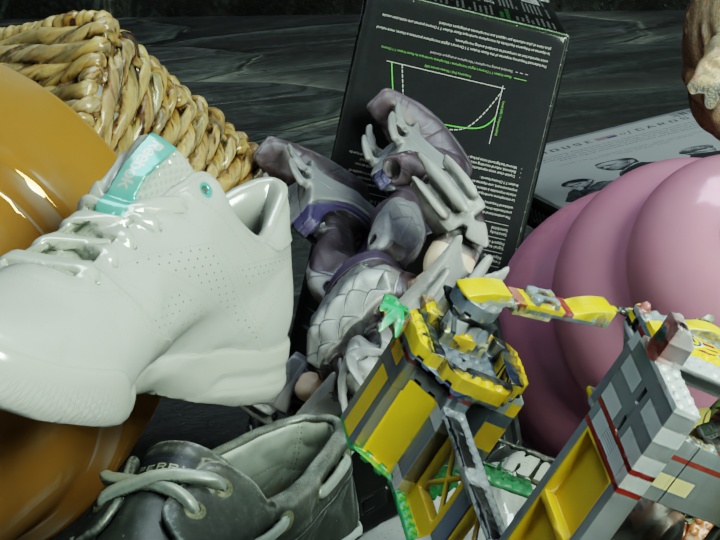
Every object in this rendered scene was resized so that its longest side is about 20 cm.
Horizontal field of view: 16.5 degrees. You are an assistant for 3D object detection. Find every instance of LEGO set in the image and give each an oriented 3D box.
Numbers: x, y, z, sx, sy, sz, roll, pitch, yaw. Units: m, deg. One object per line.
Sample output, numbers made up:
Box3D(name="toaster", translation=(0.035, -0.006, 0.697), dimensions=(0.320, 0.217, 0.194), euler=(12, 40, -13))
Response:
Box3D(name="LEGO set", translation=(0.101, 0.052, 0.648), dimensions=(0.199, 0.116, 0.154), euler=(26, 25, -17))

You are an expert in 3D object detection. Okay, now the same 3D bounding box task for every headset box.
Box3D(name="headset box", translation=(0.027, -0.030, 1.147), dimensions=(0.092, 0.202, 0.174), euler=(13, 12, -1))

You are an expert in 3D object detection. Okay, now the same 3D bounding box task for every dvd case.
Box3D(name="dvd case", translation=(0.153, -0.047, 1.252), dimensions=(0.149, 0.025, 0.200), euler=(-13, 13, -10))

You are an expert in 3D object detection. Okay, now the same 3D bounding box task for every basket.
Box3D(name="basket", translation=(-0.151, -0.008, 1.060), dimensions=(0.199, 0.144, 0.149), euler=(-4, -28, 34))

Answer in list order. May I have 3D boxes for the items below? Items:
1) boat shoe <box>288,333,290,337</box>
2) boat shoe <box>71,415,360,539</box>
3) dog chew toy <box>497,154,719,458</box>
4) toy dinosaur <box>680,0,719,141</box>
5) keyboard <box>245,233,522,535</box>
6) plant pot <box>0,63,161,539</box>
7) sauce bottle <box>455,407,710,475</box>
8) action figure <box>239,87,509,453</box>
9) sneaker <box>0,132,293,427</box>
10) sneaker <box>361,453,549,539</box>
Box3D(name="boat shoe", translation=(-0.117, 0.007, 1.272), dimensions=(0.074, 0.087, 0.201), euler=(-14, 15, -43))
Box3D(name="boat shoe", translation=(-0.062, 0.090, 0.795), dimensions=(0.072, 0.072, 0.200), euler=(2, 10, 24))
Box3D(name="dog chew toy", translation=(0.121, 0.014, 0.934), dimensions=(0.123, 0.126, 0.200), euler=(-6, -15, -12))
Box3D(name="toy dinosaur", translation=(0.178, -0.061, 1.046), dimensions=(0.086, 0.201, 0.136), euler=(-34, 12, 1))
Box3D(name="keyboard", translation=(0.002, 0.051, 0.976), dimensions=(0.126, 0.021, 0.200), euler=(-30, 26, 13))
Box3D(name="plant pot", translation=(-0.184, 0.045, 0.875), dimensions=(0.198, 0.202, 0.184), euler=(-1, 26, 14))
Box3D(name="sauce bottle", translation=(0.131, 0.080, 0.868), dimensions=(0.198, 0.067, 0.066), euler=(-8, 11, -10))
Box3D(name="action figure", translation=(0.000, 0.000, 0.957), dimensions=(0.130, 0.069, 0.200), euler=(-37, 22, 17))
Box3D(name="sneaker", translation=(-0.082, -0.001, 0.807), dimensions=(0.075, 0.089, 0.200), euler=(17, 9, 23))
Box3D(name="sneaker", translation=(0.005, 0.114, 0.716), dimensions=(0.088, 0.076, 0.200), euler=(-18, 4, 19))
